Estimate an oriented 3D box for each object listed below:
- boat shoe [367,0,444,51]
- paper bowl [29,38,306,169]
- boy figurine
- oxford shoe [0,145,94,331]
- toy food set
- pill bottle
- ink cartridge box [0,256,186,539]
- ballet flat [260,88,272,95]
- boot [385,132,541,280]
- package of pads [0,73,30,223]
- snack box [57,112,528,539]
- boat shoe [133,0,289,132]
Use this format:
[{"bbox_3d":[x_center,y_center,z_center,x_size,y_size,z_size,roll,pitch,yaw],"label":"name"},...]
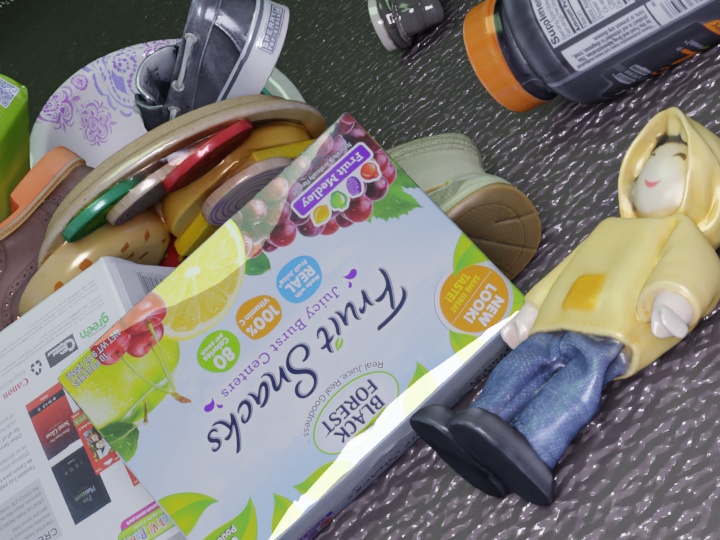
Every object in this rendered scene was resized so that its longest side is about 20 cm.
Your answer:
[{"bbox_3d":[0.046,-0.243,1.416,0.057,0.067,0.200,-18,32,16],"label":"boat shoe"},{"bbox_3d":[-0.128,-0.057,1.204,0.199,0.105,0.202,0,52,0],"label":"paper bowl"},{"bbox_3d":[0.113,0.012,0.764,0.200,0.064,0.124,-52,19,-16],"label":"boy figurine"},{"bbox_3d":[-0.209,0.013,1.060,0.201,0.073,0.071,-59,-8,-25],"label":"oxford shoe"},{"bbox_3d":[-0.101,-0.035,1.008,0.199,0.049,0.198,-16,-22,-44],"label":"toy food set"},{"bbox_3d":[0.154,-0.163,0.979,0.199,0.106,0.106,-27,25,36],"label":"pill bottle"},{"bbox_3d":[-0.160,0.121,0.965,0.199,0.176,0.084,-33,-20,22],"label":"ink cartridge box"},{"bbox_3d":[-0.056,-0.081,1.122,0.200,0.070,0.070,36,73,24],"label":"ballet flat"},{"bbox_3d":[0.000,0.000,0.982,0.199,0.072,0.155,-35,21,3],"label":"boot"},{"bbox_3d":[-0.271,-0.022,1.077,0.155,0.068,0.200,-60,-5,-27],"label":"package of pads"},{"bbox_3d":[-0.031,0.041,0.859,0.200,0.142,0.053,-43,-18,-2],"label":"snack box"},{"bbox_3d":[-0.105,-0.106,1.038,0.200,0.067,0.072,132,153,-60],"label":"boat shoe"}]
